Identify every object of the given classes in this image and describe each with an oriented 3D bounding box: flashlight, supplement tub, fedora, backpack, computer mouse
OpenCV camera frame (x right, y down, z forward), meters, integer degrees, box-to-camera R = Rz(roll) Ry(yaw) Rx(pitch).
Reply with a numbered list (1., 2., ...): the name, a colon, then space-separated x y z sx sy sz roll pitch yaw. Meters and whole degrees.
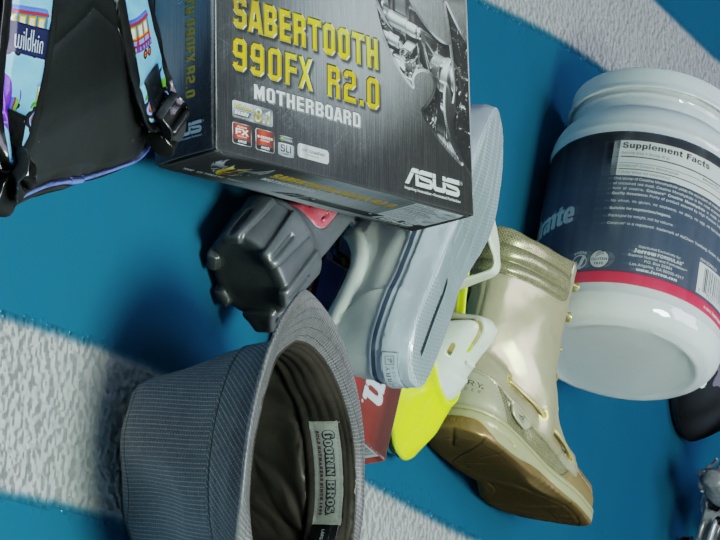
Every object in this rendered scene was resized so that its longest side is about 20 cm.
1. flashlight: -0.020 -0.055 1.574 0.200 0.068 0.068 -51 174 -46
2. supplement tub: 0.193 -0.024 1.980 0.140 0.139 0.201 54 41 -52
3. fedora: -0.065 0.102 1.439 0.200 0.090 0.178 57 39 -60
4. backpack: -0.167 -0.129 1.157 0.182 0.134 0.201 -28 115 -64
5. computer mouse: 0.297 0.049 2.327 0.139 0.052 0.201 62 35 -47

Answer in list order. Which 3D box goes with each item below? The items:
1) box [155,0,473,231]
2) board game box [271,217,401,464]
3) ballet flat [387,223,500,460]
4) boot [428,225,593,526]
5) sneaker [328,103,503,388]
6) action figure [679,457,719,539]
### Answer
1. box: -0.022 -0.116 1.508 0.199 0.048 0.160 14 71 -46
2. board game box: 0.000 0.000 1.654 0.103 0.019 0.201 43 49 -41
3. ballet flat: 0.052 0.016 1.743 0.067 0.067 0.201 32 60 -64
4. boot: 0.113 0.073 1.872 0.200 0.072 0.156 42 55 -52
5. sneaker: 0.027 -0.022 1.613 0.073 0.070 0.201 79 28 -45
6. action figure: 0.303 0.192 2.293 0.131 0.069 0.200 -59 150 -6
